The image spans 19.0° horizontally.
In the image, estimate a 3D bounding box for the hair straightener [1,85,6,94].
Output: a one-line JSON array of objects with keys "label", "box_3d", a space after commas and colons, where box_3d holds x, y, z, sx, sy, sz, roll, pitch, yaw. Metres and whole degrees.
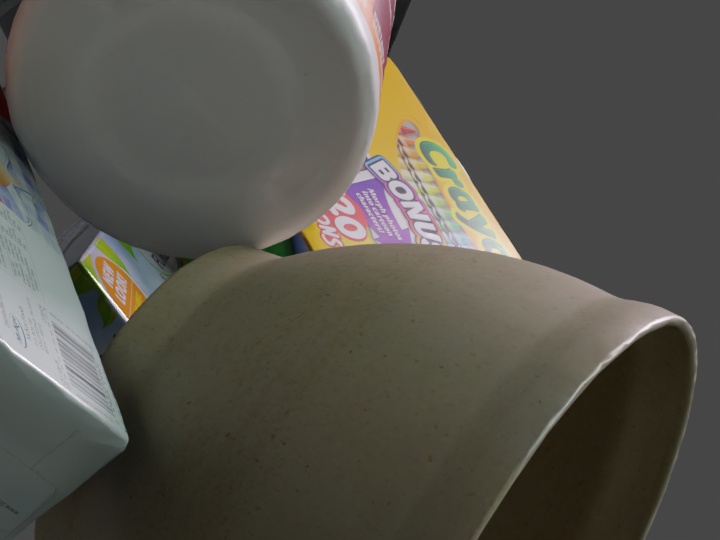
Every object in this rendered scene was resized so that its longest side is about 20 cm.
[{"label": "hair straightener", "box_3d": [-0.095, -0.018, 0.980, 0.200, 0.041, 0.077, 45, 10, -26]}]

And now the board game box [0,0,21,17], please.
[{"label": "board game box", "box_3d": [-0.201, -0.166, 0.728, 0.200, 0.105, 0.103, 46, 10, -46]}]

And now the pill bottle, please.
[{"label": "pill bottle", "box_3d": [-0.043, -0.101, 0.714, 0.114, 0.114, 0.200, 50, 23, -22]}]

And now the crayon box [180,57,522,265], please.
[{"label": "crayon box", "box_3d": [0.000, 0.000, 0.815, 0.118, 0.058, 0.200, 3, 46, -45]}]

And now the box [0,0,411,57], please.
[{"label": "box", "box_3d": [-0.096, -0.200, 1.072, 0.198, 0.124, 0.200, -8, 51, -30]}]

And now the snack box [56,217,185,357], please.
[{"label": "snack box", "box_3d": [-0.066, 0.044, 0.804, 0.142, 0.053, 0.200, 51, 8, -9]}]

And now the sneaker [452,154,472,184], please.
[{"label": "sneaker", "box_3d": [0.015, 0.008, 1.092, 0.105, 0.076, 0.201, 28, 48, -48]}]

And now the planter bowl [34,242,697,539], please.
[{"label": "planter bowl", "box_3d": [-0.008, 0.073, 0.628, 0.134, 0.201, 0.200, 29, -1, 21]}]

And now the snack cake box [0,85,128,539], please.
[{"label": "snack cake box", "box_3d": [-0.145, -0.024, 0.599, 0.115, 0.067, 0.200, 44, 13, -41]}]
